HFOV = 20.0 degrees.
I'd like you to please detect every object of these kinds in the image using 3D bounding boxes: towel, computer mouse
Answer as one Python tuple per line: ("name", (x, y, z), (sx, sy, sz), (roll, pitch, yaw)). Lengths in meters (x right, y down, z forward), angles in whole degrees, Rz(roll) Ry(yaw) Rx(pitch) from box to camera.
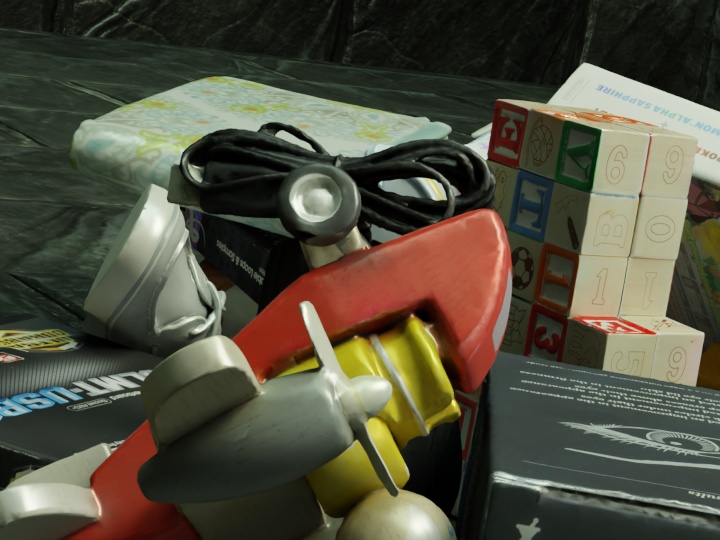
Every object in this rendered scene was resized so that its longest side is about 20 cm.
("towel", (-0.050, -0.065, 1.183), (0.171, 0.048, 0.200), (12, 17, 17))
("computer mouse", (-0.010, 0.042, 0.851), (0.138, 0.201, 0.053), (5, 28, 20))

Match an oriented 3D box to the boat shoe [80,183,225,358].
("boat shoe", (-0.103, 0.019, 1.048), (0.068, 0.072, 0.200), (26, -27, -2))

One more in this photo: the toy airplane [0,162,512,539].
("toy airplane", (-0.030, 0.076, 0.730), (0.141, 0.199, 0.200), (43, 33, 19))

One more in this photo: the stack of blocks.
("stack of blocks", (0.100, 0.029, 0.951), (0.058, 0.201, 0.115), (3, 11, -33))

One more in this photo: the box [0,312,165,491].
("box", (-0.140, 0.073, 0.930), (0.198, 0.050, 0.200), (14, 11, 29))

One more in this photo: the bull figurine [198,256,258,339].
("bull figurine", (-0.064, 0.028, 1.189), (0.199, 0.065, 0.121), (15, 15, 36))

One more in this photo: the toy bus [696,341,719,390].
("toy bus", (0.239, 0.101, 1.000), (0.200, 0.078, 0.065), (21, -28, 46))

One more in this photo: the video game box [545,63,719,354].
("video game box", (0.196, -0.003, 1.045), (0.182, 0.047, 0.200), (29, -22, 38))

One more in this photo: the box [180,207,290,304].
("box", (0.000, 0.000, 1.142), (0.142, 0.036, 0.200), (1, 20, -29))

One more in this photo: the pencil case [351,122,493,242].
("pencil case", (0.055, -0.030, 1.063), (0.083, 0.091, 0.200), (14, 18, 29))

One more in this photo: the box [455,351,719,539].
("box", (0.110, 0.112, 0.786), (0.147, 0.105, 0.200), (10, 11, 3))
